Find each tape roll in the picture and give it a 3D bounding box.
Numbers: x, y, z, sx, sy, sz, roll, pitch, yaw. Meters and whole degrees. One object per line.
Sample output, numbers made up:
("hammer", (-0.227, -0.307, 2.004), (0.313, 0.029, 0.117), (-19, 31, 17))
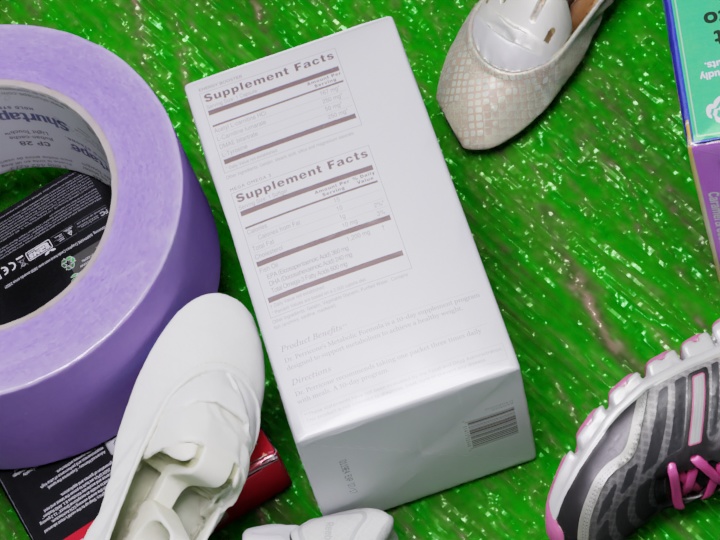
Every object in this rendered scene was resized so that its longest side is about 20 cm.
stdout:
("tape roll", (-0.172, -0.012, 1.245), (0.198, 0.085, 0.201), (-4, 63, 8))

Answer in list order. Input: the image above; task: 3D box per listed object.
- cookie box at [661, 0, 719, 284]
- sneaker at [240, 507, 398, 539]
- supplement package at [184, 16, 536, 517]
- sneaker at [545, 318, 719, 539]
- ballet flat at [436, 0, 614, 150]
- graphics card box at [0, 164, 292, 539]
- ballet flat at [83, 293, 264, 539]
("cookie box", (0.185, -0.111, 1.232), (0.075, 0.171, 0.201), (-10, 63, 8))
("sneaker", (0.009, 0.196, 1.176), (0.080, 0.075, 0.201), (-17, 63, -8))
("supplement package", (0.000, 0.000, 1.244), (0.109, 0.114, 0.201), (-18, 63, -1))
("sneaker", (0.178, 0.077, 1.195), (0.199, 0.074, 0.088), (-35, 57, -12))
("ballet flat", (0.101, -0.152, 1.328), (0.067, 0.062, 0.200), (31, 74, 23))
("graphics card box", (-0.135, 0.056, 1.279), (0.125, 0.051, 0.200), (-32, 64, -5))
("ballet flat", (-0.086, 0.107, 1.179), (0.069, 0.069, 0.201), (21, 79, 20))
